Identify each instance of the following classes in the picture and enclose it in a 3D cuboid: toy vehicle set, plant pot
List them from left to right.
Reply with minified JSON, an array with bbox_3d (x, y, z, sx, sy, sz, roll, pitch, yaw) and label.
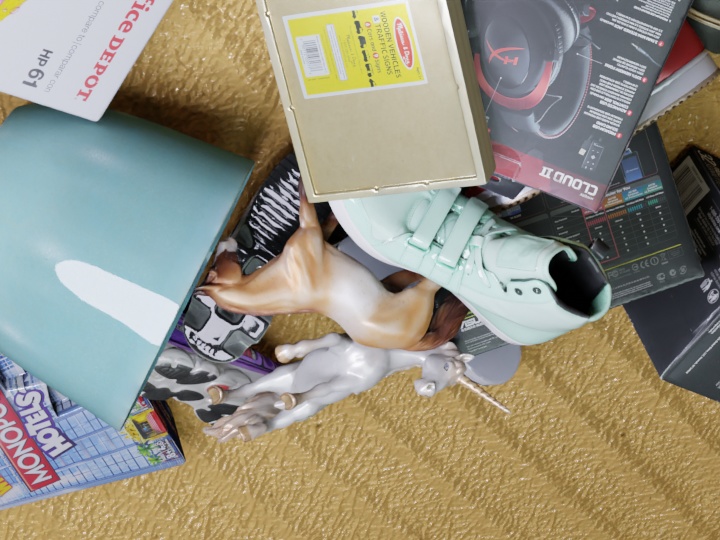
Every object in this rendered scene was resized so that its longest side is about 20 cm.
[{"bbox_3d":[-0.185,-0.018,1.544,0.160,0.201,0.201,26,124,-3],"label":"plant pot"},{"bbox_3d":[0.004,-0.142,1.453,0.124,0.027,0.201,-4,115,21],"label":"toy vehicle set"}]

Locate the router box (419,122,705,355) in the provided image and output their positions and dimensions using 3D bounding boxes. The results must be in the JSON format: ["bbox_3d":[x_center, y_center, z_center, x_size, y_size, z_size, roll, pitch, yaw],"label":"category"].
[{"bbox_3d":[0.131,-0.038,1.678,0.199,0.062,0.150,-18,98,-3],"label":"router box"}]

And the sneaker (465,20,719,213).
[{"bbox_3d":[0.136,-0.127,1.604,0.200,0.071,0.113,-34,94,0],"label":"sneaker"}]

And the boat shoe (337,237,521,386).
[{"bbox_3d":[0.034,0.016,1.740,0.200,0.071,0.070,41,154,-24],"label":"boat shoe"}]

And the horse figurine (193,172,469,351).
[{"bbox_3d":[0.000,0.000,1.582,0.200,0.133,0.050,29,162,-21],"label":"horse figurine"}]

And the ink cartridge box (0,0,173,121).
[{"bbox_3d":[-0.220,-0.194,1.440,0.199,0.085,0.145,16,125,-33],"label":"ink cartridge box"}]

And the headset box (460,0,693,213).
[{"bbox_3d":[0.116,-0.142,1.510,0.148,0.075,0.201,20,108,-7],"label":"headset box"}]

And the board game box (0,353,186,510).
[{"bbox_3d":[-0.259,0.104,1.724,0.199,0.062,0.200,-24,136,2],"label":"board game box"}]

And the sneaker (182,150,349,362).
[{"bbox_3d":[-0.053,-0.029,1.658,0.074,0.089,0.200,42,102,-5],"label":"sneaker"}]

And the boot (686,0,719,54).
[{"bbox_3d":[0.321,-0.211,1.633,0.199,0.078,0.139,6,125,-26],"label":"boot"}]

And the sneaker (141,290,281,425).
[{"bbox_3d":[-0.104,0.061,1.735,0.080,0.084,0.200,-19,154,25],"label":"sneaker"}]

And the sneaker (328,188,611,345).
[{"bbox_3d":[0.078,-0.026,1.533,0.200,0.074,0.118,35,157,-19],"label":"sneaker"}]

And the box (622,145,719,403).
[{"bbox_3d":[0.310,0.022,1.791,0.199,0.149,0.124,22,120,-35],"label":"box"}]

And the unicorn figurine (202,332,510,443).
[{"bbox_3d":[-0.016,0.077,1.640,0.137,0.074,0.200,-10,-176,-42],"label":"unicorn figurine"}]
